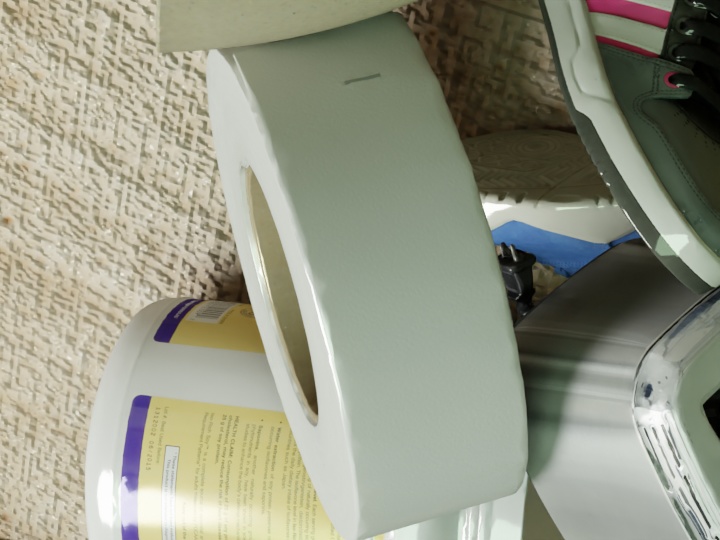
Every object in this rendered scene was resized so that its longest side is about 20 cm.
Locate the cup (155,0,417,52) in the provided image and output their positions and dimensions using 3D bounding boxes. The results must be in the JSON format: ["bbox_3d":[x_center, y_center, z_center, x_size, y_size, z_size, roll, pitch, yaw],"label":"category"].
[{"bbox_3d":[0.002,-0.174,0.908,0.143,0.201,0.201,4,130,-4],"label":"cup"}]

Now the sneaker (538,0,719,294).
[{"bbox_3d":[0.137,-0.095,0.919,0.121,0.201,0.084,-30,141,22],"label":"sneaker"}]

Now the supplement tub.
[{"bbox_3d":[-0.009,0.092,1.135,0.199,0.146,0.146,6,129,16],"label":"supplement tub"}]

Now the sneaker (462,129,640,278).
[{"bbox_3d":[0.114,0.005,1.064,0.199,0.077,0.112,2,118,11],"label":"sneaker"}]

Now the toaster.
[{"bbox_3d":[0.139,0.066,0.957,0.200,0.114,0.129,59,159,-14],"label":"toaster"}]

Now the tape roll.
[{"bbox_3d":[0.000,0.000,0.981,0.071,0.203,0.203,-15,126,-8],"label":"tape roll"}]
